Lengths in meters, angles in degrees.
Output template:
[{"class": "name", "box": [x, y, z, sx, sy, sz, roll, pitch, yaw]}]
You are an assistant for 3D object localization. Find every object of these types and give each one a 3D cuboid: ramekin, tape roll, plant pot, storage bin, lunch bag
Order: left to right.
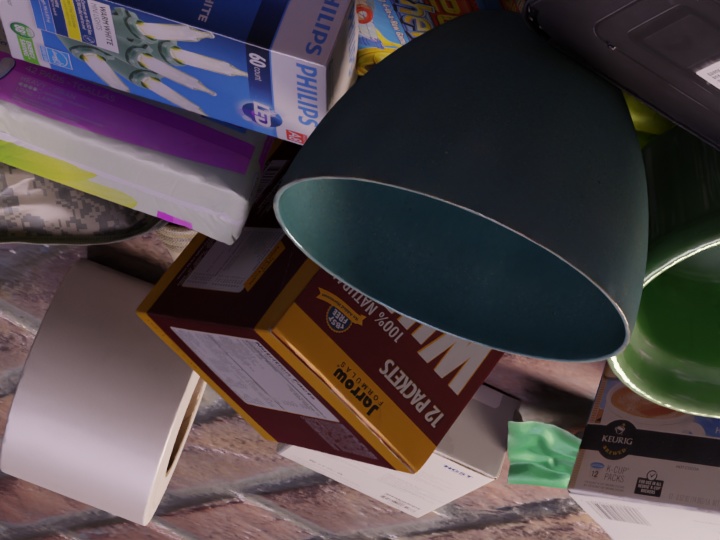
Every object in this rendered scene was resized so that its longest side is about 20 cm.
[{"class": "lunch bag", "box": [-0.210, -0.086, 1.353, 0.198, 0.119, 0.164, -2, -162, -9]}, {"class": "tape roll", "box": [-0.215, 0.106, 1.769, 0.138, 0.204, 0.203, 20, 158, 2]}, {"class": "plant pot", "box": [0.071, -0.056, 1.067, 0.199, 0.136, 0.200, 21, 162, 7]}, {"class": "storage bin", "box": [0.197, -0.133, 0.995, 0.199, 0.094, 0.135, 30, 156, -19]}, {"class": "ramekin", "box": [0.233, -0.007, 1.159, 0.198, 0.098, 0.201, -2, 145, -1]}]

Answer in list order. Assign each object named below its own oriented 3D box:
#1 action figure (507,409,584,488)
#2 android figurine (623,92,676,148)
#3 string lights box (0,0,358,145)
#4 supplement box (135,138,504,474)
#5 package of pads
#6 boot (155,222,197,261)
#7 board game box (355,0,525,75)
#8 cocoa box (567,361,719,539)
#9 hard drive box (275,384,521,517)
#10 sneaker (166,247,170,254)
[{"class": "action figure", "box": [0.224, 0.160, 1.698, 0.198, 0.055, 0.118, 9, 155, 10]}, {"class": "android figurine", "box": [0.166, -0.063, 1.252, 0.198, 0.041, 0.182, 16, 157, 14]}, {"class": "string lights box", "box": [-0.102, -0.141, 1.135, 0.198, 0.059, 0.103, 17, 157, 8]}, {"class": "supplement box", "box": [0.000, 0.000, 1.265, 0.133, 0.198, 0.200, 45, 161, -23]}, {"class": "package of pads", "box": [-0.143, -0.122, 1.242, 0.198, 0.155, 0.068, 20, 146, -3]}, {"class": "boot", "box": [-0.041, -0.026, 1.416, 0.198, 0.073, 0.156, -17, 138, -2]}, {"class": "board game box", "box": [-0.013, -0.183, 1.114, 0.194, 0.056, 0.200, 10, 156, 25]}, {"class": "cocoa box", "box": [0.280, 0.144, 1.506, 0.199, 0.132, 0.133, 5, 154, 34]}, {"class": "hard drive box", "box": [0.030, 0.142, 1.799, 0.155, 0.077, 0.200, 25, 158, -11]}, {"class": "sneaker", "box": [-0.061, -0.006, 1.525, 0.145, 0.077, 0.202, 21, 165, 20]}]
